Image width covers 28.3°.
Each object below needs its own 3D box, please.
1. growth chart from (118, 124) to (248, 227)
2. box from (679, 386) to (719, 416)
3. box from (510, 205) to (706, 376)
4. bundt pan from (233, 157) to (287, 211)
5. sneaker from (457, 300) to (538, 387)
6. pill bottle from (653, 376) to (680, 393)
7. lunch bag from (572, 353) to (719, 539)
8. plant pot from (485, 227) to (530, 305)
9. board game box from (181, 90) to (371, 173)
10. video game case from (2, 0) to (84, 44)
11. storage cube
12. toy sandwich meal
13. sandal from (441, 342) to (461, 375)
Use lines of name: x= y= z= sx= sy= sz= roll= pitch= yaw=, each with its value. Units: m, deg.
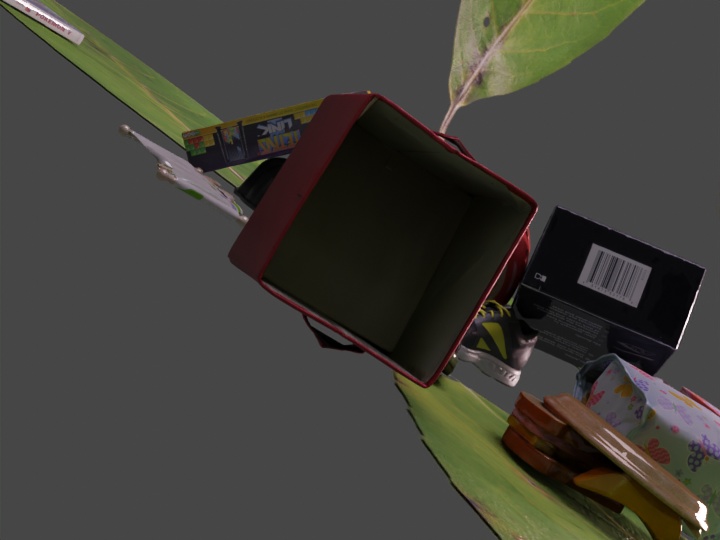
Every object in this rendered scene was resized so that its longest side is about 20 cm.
growth chart: x=-0.191 y=-0.104 z=1.569 sx=0.144 sy=0.018 sz=0.200 roll=32 pitch=6 yaw=-32
box: x=0.611 y=0.294 z=2.519 sx=0.095 sy=0.100 sz=0.200 roll=33 pitch=6 yaw=-15
box: x=0.292 y=0.039 z=1.751 sx=0.196 sy=0.118 sz=0.200 roll=24 pitch=-19 yaw=6
bundt pan: x=-0.061 y=-0.078 z=1.830 sx=0.201 sy=0.076 sz=0.202 roll=33 pitch=5 yaw=-3
sneaker: x=0.137 y=0.065 z=1.697 sx=0.200 sy=0.085 sz=0.074 roll=31 pitch=4 yaw=-45
pill bottle: x=0.361 y=0.200 z=1.716 sx=0.199 sy=0.114 sz=0.114 roll=35 pitch=5 yaw=0
lunch bag: x=0.319 y=0.186 z=1.540 sx=0.169 sy=0.127 sz=0.200 roll=31 pitch=15 yaw=-14
plant pot: x=0.118 y=-0.023 z=1.832 sx=0.200 sy=0.201 sz=0.183 roll=34 pitch=14 yaw=-2
board game box: x=-0.094 y=-0.169 z=1.739 sx=0.165 sy=0.199 sz=0.057 roll=-35 pitch=112 yaw=-72
video game case: x=-0.575 y=-0.458 z=2.380 sx=0.200 sy=0.023 sz=0.182 roll=39 pitch=7 yaw=38
storage cube: x=0.010 y=-0.030 z=1.197 sx=0.170 sy=0.201 sz=0.180 roll=32 pitch=-1 yaw=-15
toy sandwich meal: x=0.220 y=0.183 z=1.278 sx=0.205 sy=0.070 sz=0.205 roll=39 pitch=3 yaw=-2
sandal: x=0.074 y=0.062 z=1.446 sx=0.080 sy=0.058 sz=0.201 roll=34 pitch=-1 yaw=-8
